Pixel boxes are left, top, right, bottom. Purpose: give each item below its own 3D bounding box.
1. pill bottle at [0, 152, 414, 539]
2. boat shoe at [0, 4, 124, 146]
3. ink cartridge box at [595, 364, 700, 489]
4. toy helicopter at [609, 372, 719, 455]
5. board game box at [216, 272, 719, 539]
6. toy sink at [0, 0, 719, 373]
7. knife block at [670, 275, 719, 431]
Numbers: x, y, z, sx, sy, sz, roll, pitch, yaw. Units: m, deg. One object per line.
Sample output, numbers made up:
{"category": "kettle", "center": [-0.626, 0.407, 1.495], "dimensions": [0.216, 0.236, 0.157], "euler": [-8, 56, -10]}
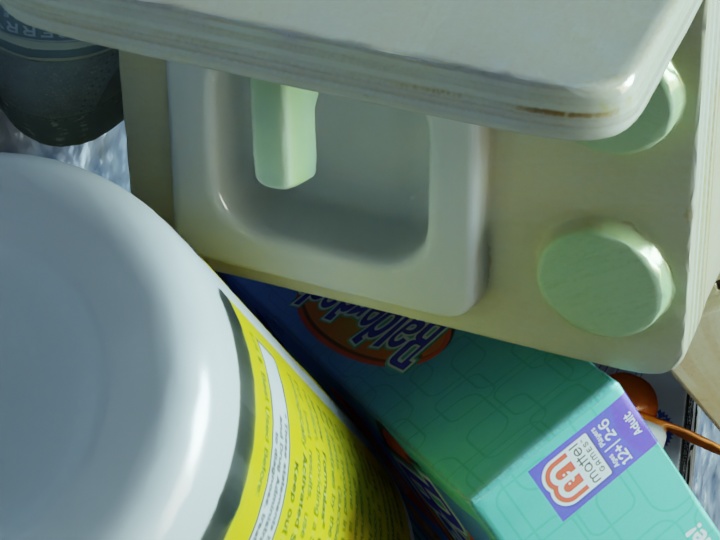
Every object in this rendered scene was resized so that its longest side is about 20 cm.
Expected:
{"category": "pill bottle", "center": [-0.052, 0.062, 0.641], "dimensions": [0.200, 0.112, 0.113], "euler": [51, 47, -61]}
{"category": "boat shoe", "center": [-0.049, -0.114, 0.694], "dimensions": [0.072, 0.070, 0.201], "euler": [96, 12, -52]}
{"category": "ink cartridge box", "center": [0.115, 0.024, 1.133], "dimensions": [0.094, 0.044, 0.200], "euler": [75, 22, -62]}
{"category": "toy helicopter", "center": [0.063, 0.072, 0.952], "dimensions": [0.132, 0.079, 0.200], "euler": [-53, 146, -21]}
{"category": "board game box", "center": [0.043, 0.062, 0.719], "dimensions": [0.045, 0.200, 0.152], "euler": [-38, 116, -7]}
{"category": "toy sink", "center": [0.024, -0.059, 0.617], "dimensions": [0.200, 0.130, 0.112], "euler": [-59, 155, -47]}
{"category": "knife block", "center": [0.150, 0.029, 0.995], "dimensions": [0.176, 0.064, 0.200], "euler": [62, 12, -19]}
